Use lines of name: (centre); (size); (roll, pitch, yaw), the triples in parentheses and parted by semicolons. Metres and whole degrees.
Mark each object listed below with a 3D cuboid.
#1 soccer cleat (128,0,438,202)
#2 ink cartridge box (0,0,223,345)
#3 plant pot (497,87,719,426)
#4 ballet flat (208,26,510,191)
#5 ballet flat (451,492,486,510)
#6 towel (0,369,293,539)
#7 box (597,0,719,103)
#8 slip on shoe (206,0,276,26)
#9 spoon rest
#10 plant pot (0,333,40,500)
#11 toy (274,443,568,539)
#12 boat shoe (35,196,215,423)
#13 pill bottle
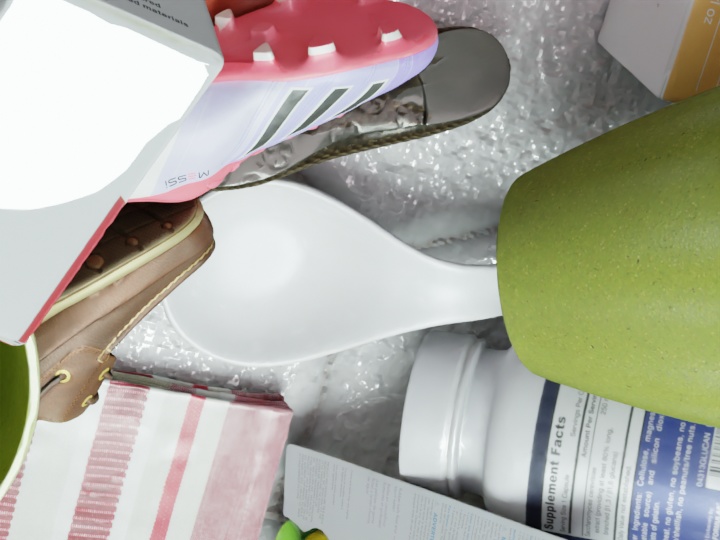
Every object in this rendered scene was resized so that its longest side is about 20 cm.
soccer cleat: (-0.060, -0.073, 1.035); (0.200, 0.067, 0.077); (-16, 129, -10)
ink cartridge box: (-0.138, -0.096, 0.857); (0.084, 0.200, 0.144); (23, 119, -30)
plant pot: (0.170, -0.006, 1.004); (0.200, 0.187, 0.187); (-4, 118, 25)
ballet flat: (-0.026, -0.081, 1.085); (0.200, 0.046, 0.068); (-12, 95, -5)
ballet flat: (0.099, 0.119, 1.196); (0.200, 0.069, 0.063); (-15, 87, -9)
towel: (-0.145, 0.113, 1.147); (0.200, 0.023, 0.144); (11, 111, -16)
box: (0.236, -0.135, 1.094); (0.200, 0.098, 0.125); (9, 110, -18)
slip on shoe: (-0.102, -0.134, 1.032); (0.200, 0.061, 0.074); (-9, 112, -11)
spoon rest: (0.000, 0.000, 1.113); (0.200, 0.061, 0.100); (-2, 112, -14)
plant pot: (-0.240, 0.011, 0.981); (0.187, 0.200, 0.188); (-5, 113, -11)
toy: (0.045, 0.162, 1.118); (0.047, 0.200, 0.115); (-15, 115, -53)
boat shoe: (-0.148, 0.034, 1.068); (0.200, 0.072, 0.068); (-34, 117, 6)
pill bottle: (0.124, 0.085, 1.113); (0.200, 0.111, 0.111); (10, 112, 14)
